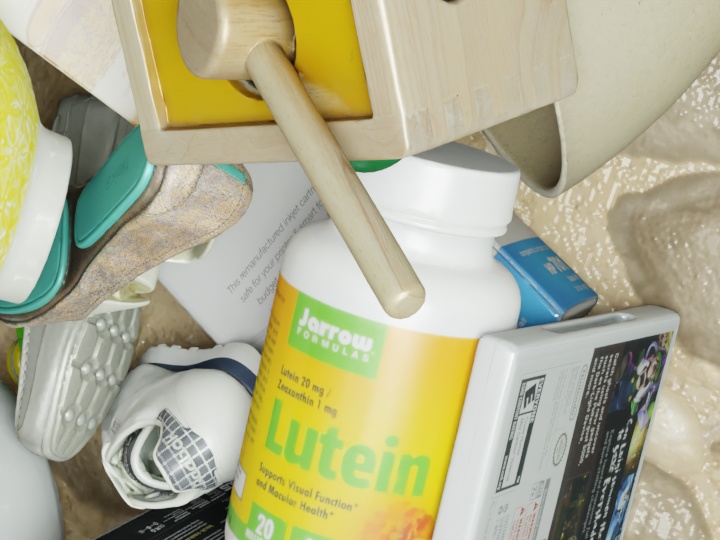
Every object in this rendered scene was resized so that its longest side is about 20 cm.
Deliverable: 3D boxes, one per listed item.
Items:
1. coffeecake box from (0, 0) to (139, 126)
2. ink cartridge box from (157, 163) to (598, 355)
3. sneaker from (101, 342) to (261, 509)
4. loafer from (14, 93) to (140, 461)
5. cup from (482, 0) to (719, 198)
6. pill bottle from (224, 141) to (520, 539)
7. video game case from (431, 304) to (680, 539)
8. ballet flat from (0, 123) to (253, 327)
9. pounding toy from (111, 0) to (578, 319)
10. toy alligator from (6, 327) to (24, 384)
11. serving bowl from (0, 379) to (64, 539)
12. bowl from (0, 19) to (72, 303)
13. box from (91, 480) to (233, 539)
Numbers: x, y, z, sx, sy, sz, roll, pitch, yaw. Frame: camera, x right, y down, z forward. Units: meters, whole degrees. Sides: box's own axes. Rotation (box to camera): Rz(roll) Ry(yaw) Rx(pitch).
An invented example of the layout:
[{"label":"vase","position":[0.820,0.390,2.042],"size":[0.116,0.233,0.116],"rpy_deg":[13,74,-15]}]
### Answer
[{"label":"coffeecake box","position":[-0.115,-0.176,0.742],"size":[0.199,0.073,0.154],"rpy_deg":[36,107,0]},{"label":"ink cartridge box","position":[0.000,0.000,0.820],"size":[0.200,0.086,0.147],"rpy_deg":[46,111,13]},{"label":"sneaker","position":[-0.108,0.089,0.838],"size":[0.077,0.080,0.200],"rpy_deg":[53,152,-5]},{"label":"loafer","position":[-0.155,0.001,0.850],"size":[0.069,0.070,0.202],"rpy_deg":[7,75,20]},{"label":"cup","position":[0.107,-0.154,0.718],"size":[0.142,0.200,0.202],"rpy_deg":[-25,86,-5]},{"label":"pill bottle","position":[0.010,0.042,0.715],"size":[0.110,0.111,0.202],"rpy_deg":[17,103,19]},{"label":"video game case","position":[0.085,0.120,0.749],"size":[0.023,0.181,0.202],"rpy_deg":[19,104,32]},{"label":"ballet flat","position":[-0.116,-0.011,0.754],"size":[0.199,0.067,0.069],"rpy_deg":[-24,56,51]},{"label":"pounding toy","position":[-0.017,-0.103,0.590],"size":[0.183,0.141,0.202],"rpy_deg":[3,109,47]},{"label":"toy alligator","position":[-0.173,0.001,0.913],"size":[0.059,0.054,0.203],"rpy_deg":[-14,82,38]},{"label":"serving bowl","position":[-0.217,0.145,0.911],"size":[0.199,0.065,0.203],"rpy_deg":[18,112,55]},{"label":"bowl","position":[-0.193,-0.038,0.709],"size":[0.107,0.200,0.202],"rpy_deg":[16,106,-21]},{"label":"box","position":[-0.049,0.170,0.800],"size":[0.159,0.200,0.044],"rpy_deg":[19,104,18]}]
